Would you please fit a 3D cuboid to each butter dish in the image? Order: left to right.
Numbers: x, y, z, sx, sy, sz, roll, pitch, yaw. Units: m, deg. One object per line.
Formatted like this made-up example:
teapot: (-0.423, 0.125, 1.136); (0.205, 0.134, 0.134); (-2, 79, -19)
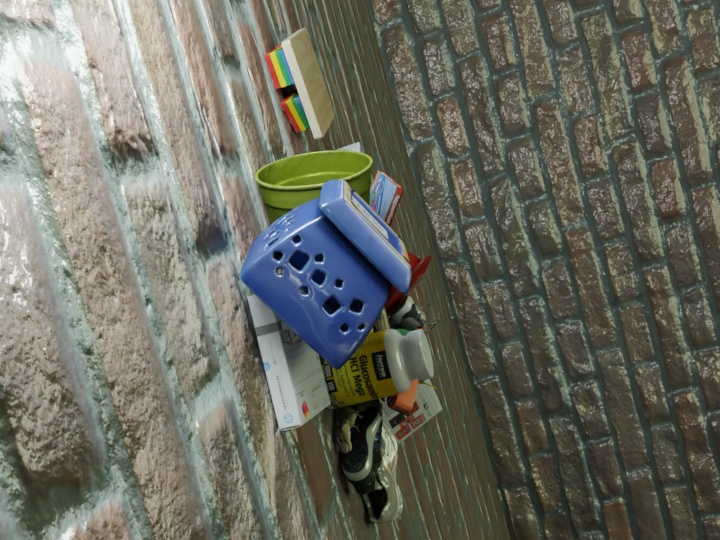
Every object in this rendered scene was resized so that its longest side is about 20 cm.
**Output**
butter dish: (0.059, 0.010, 1.754); (0.147, 0.201, 0.199); (40, 12, 7)

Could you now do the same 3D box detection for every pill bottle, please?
pill bottle: (0.023, 0.168, 1.280); (0.112, 0.197, 0.114); (-15, 90, -77)

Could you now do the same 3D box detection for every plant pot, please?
plant pot: (-0.067, -0.082, 1.248); (0.201, 0.197, 0.196); (-76, 161, -65)
plant pot: (-0.039, -0.012, 1.068); (0.200, 0.180, 0.200); (45, 12, -12)

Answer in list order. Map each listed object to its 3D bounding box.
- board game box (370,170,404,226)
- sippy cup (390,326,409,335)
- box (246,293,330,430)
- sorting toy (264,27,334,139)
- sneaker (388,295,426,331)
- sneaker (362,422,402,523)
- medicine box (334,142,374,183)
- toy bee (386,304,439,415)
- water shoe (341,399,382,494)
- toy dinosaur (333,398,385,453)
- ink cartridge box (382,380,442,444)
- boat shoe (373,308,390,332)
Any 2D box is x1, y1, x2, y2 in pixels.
board game box: (0.024, -0.084, 1.429); (0.103, 0.019, 0.202); (49, -58, 57)
sippy cup: (0.092, 0.223, 1.714); (0.131, 0.138, 0.180); (74, 27, -63)
box: (-0.106, 0.127, 1.125); (0.156, 0.041, 0.203); (-9, 83, -76)
sorting toy: (-0.129, -0.390, 1.541); (0.201, 0.069, 0.201); (-77, 151, -65)
sneaker: (0.112, 0.120, 1.744); (0.079, 0.074, 0.200); (39, -10, 5)
sneaker: (0.032, 0.378, 1.384); (0.092, 0.075, 0.203); (20, 55, -70)
medicine box: (-0.020, -0.158, 1.680); (0.201, 0.102, 0.184); (-88, 159, -52)
toy bee: (0.095, 0.181, 1.388); (0.131, 0.200, 0.109); (44, -26, -2)
water shoe: (0.005, 0.322, 1.349); (0.201, 0.070, 0.080); (-71, 148, -56)
toy dinosaur: (-0.001, 0.245, 1.346); (0.201, 0.087, 0.048); (-83, 165, -57)
ink cartridge box: (0.058, 0.262, 1.526); (0.084, 0.175, 0.201); (40, -20, 48)
boat shoe: (0.022, 0.122, 1.619); (0.074, 0.075, 0.204); (-23, 80, -40)
